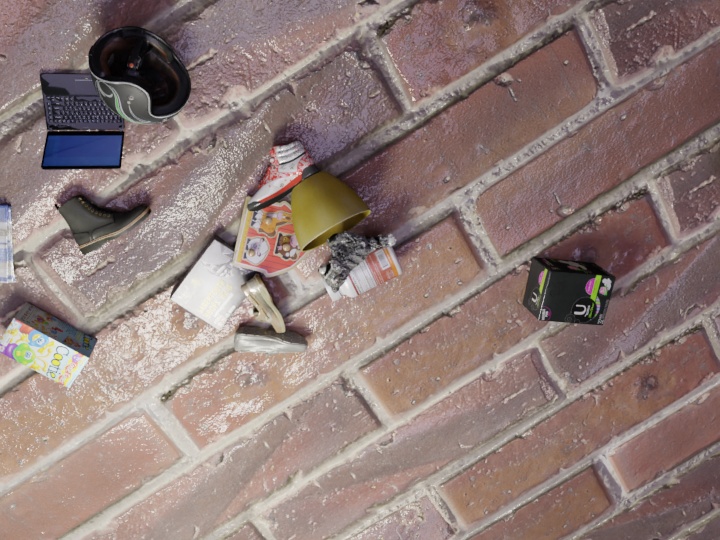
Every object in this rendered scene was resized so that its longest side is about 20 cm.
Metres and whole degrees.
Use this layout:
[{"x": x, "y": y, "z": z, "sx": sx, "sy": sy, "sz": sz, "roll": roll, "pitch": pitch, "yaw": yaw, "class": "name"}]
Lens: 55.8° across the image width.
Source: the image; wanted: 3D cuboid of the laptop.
[{"x": -0.636, "y": -0.340, "z": 1.546, "sx": 0.175, "sy": 0.103, "sz": 0.202, "roll": -2, "pitch": 110, "yaw": -10, "class": "laptop"}]

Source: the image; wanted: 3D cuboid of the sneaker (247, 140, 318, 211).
[{"x": -0.210, "y": -0.236, "z": 1.672, "sx": 0.200, "sy": 0.067, "sz": 0.109, "roll": -31, "pitch": 86, "yaw": 6, "class": "sneaker"}]

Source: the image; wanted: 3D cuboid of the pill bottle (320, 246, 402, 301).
[{"x": 0.000, "y": 0.000, "z": 1.778, "sx": 0.199, "sy": 0.112, "sz": 0.113, "roll": -26, "pitch": 112, "yaw": 1, "class": "pill bottle"}]

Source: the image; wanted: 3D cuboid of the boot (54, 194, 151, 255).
[{"x": -0.623, "y": -0.141, "z": 1.640, "sx": 0.199, "sy": 0.078, "sz": 0.139, "roll": -29, "pitch": 107, "yaw": 0, "class": "boot"}]

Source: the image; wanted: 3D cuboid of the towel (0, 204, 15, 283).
[{"x": -0.912, "y": -0.067, "z": 1.641, "sx": 0.145, "sy": 0.024, "sz": 0.202, "roll": 3, "pitch": 107, "yaw": -9, "class": "towel"}]

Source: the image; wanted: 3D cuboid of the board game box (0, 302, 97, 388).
[{"x": -0.787, "y": 0.188, "z": 1.711, "sx": 0.199, "sy": 0.105, "sz": 0.103, "roll": 34, "pitch": 102, "yaw": -18, "class": "board game box"}]

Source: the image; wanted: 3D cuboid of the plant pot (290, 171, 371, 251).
[{"x": -0.094, "y": -0.157, "z": 1.678, "sx": 0.199, "sy": 0.200, "sz": 0.143, "roll": -31, "pitch": 86, "yaw": 2, "class": "plant pot"}]

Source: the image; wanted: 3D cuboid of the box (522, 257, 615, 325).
[{"x": 0.576, "y": 0.058, "z": 1.893, "sx": 0.198, "sy": 0.124, "sz": 0.150, "roll": 5, "pitch": 108, "yaw": -11, "class": "box"}]

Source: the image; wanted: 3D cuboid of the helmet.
[{"x": -0.482, "y": -0.418, "z": 1.498, "sx": 0.198, "sy": 0.191, "sz": 0.202, "roll": -3, "pitch": 70, "yaw": 9, "class": "helmet"}]

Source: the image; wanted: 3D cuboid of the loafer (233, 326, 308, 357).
[{"x": -0.242, "y": 0.198, "z": 1.835, "sx": 0.198, "sy": 0.070, "sz": 0.070, "roll": 9, "pitch": 116, "yaw": -7, "class": "loafer"}]

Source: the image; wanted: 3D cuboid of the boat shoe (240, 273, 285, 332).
[{"x": -0.252, "y": 0.097, "z": 1.769, "sx": 0.065, "sy": 0.072, "sz": 0.201, "roll": -29, "pitch": 134, "yaw": -9, "class": "boat shoe"}]

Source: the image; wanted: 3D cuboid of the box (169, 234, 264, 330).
[{"x": -0.369, "y": 0.033, "z": 1.758, "sx": 0.158, "sy": 0.048, "sz": 0.200, "roll": 37, "pitch": 100, "yaw": -20, "class": "box"}]

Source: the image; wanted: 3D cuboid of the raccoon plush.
[{"x": -0.007, "y": -0.023, "z": 1.677, "sx": 0.198, "sy": 0.135, "sz": 0.097, "roll": -10, "pitch": 156, "yaw": 10, "class": "raccoon plush"}]

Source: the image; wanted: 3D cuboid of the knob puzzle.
[{"x": -0.212, "y": -0.079, "z": 1.730, "sx": 0.217, "sy": 0.030, "sz": 0.222, "roll": -3, "pitch": 98, "yaw": -19, "class": "knob puzzle"}]
